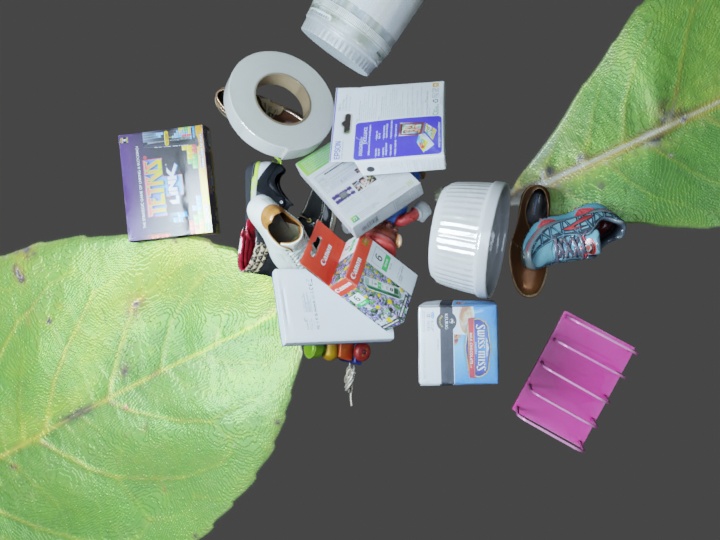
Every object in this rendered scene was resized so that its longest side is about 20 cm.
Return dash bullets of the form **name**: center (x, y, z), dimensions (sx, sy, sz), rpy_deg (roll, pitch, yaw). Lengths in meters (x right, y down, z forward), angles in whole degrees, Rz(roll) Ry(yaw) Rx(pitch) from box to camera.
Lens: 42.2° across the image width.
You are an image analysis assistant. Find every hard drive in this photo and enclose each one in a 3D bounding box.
- **hard drive**: center (-0.046, 0.061, 1.597), dimensions (0.199, 0.025, 0.133), rpy_deg (0, 67, -25)

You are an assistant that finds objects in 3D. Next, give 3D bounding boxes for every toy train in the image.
- **toy train**: center (-0.050, 0.143, 1.650), dimensions (0.115, 0.084, 0.201), rpy_deg (4, 91, -38)

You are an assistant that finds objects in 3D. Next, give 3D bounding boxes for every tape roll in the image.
- **tape roll**: center (-0.143, -0.294, 1.654), dimensions (0.202, 0.037, 0.204), rpy_deg (11, 63, -22)

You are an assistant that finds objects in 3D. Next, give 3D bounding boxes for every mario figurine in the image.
- **mario figurine**: center (0.047, -0.098, 1.681), dimensions (0.123, 0.106, 0.201), rpy_deg (13, 80, 43)

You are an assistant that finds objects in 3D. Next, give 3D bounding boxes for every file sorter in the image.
- **file sorter**: center (0.369, 0.192, 1.600), dimensions (0.138, 0.125, 0.201), rpy_deg (28, 94, 7)

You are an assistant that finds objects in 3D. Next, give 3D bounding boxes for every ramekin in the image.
- **ramekin**: center (0.186, -0.058, 1.594), dimensions (0.104, 0.200, 0.202), rpy_deg (10, 91, 16)

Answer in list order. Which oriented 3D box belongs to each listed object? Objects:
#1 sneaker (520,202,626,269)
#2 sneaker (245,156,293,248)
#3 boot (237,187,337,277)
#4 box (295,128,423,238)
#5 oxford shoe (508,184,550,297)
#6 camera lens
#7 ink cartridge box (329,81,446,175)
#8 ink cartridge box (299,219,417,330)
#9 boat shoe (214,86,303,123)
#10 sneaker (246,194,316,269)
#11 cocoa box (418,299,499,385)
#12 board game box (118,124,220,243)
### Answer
- **sneaker**: center (0.363, -0.056, 1.579), dimensions (0.199, 0.095, 0.080), rpy_deg (-27, 119, -17)
- **sneaker**: center (-0.163, -0.107, 1.696), dimensions (0.082, 0.072, 0.201), rpy_deg (-3, 90, 7)
- **boot**: center (-0.129, -0.071, 1.656), dimensions (0.150, 0.073, 0.201), rpy_deg (11, 99, -35)
- **box**: center (-0.004, -0.160, 1.624), dimensions (0.144, 0.036, 0.200), rpy_deg (-33, 54, -9)
- **oxford shoe**: center (0.299, -0.052, 1.638), dimensions (0.071, 0.071, 0.201), rpy_deg (3, 92, 6)
- **camera lens**: center (0.010, -0.464, 1.629), dimensions (0.160, 0.160, 0.201), rpy_deg (35, 94, 6)
- **ink cartridge box**: center (0.050, -0.250, 1.629), dimensions (0.199, 0.044, 0.199), rpy_deg (-2, 50, 7)
- **ink cartridge box**: center (0.000, 0.000, 1.579), dimensions (0.200, 0.109, 0.050), rpy_deg (38, 138, -21)
- **boat shoe**: center (-0.179, -0.279, 1.698), dimensions (0.199, 0.072, 0.076), rpy_deg (21, 93, 7)
- **sneaker**: center (-0.116, -0.039, 1.578), dimensions (0.073, 0.200, 0.085), rpy_deg (-47, 41, -9)
- **cocoa box**: center (0.169, 0.118, 1.589), dimensions (0.130, 0.200, 0.134), rpy_deg (-1, 90, 7)
- **board game box**: center (-0.354, -0.159, 1.729), dimensions (0.164, 0.057, 0.201), rpy_deg (-7, 89, 6)
